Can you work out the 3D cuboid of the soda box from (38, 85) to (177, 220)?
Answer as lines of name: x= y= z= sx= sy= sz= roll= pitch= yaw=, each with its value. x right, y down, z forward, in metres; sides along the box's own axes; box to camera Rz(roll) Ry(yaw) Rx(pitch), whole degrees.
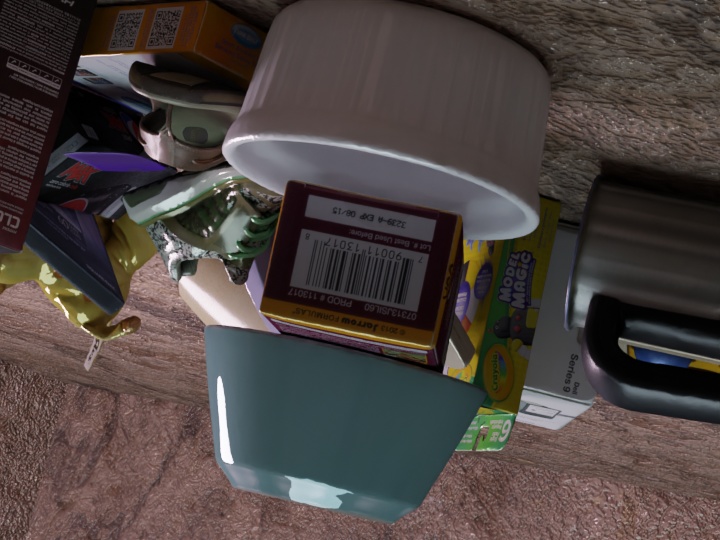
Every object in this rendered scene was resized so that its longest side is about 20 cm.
soda box: x=-0.209 y=-0.090 z=1.414 sx=0.063 sy=0.071 sz=0.200 roll=55 pitch=-171 yaw=11

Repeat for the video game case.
video game case: x=-0.249 y=-0.070 z=1.427 sx=0.143 sy=0.019 sz=0.200 roll=45 pitch=-166 yaw=-44

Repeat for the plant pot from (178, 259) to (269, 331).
plant pot: x=-0.065 y=0.028 z=1.775 sx=0.200 sy=0.188 sz=0.187 roll=26 pitch=173 yaw=16

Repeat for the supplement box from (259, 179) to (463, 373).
supplement box: x=0.006 y=0.009 z=1.211 sx=0.110 sy=0.086 sz=0.200 roll=12 pitch=173 yaw=5

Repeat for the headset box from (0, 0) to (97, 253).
headset box: x=-0.264 y=-0.096 z=1.240 sx=0.077 sy=0.201 sz=0.149 roll=21 pitch=167 yaw=-34

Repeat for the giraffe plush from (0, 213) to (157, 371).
giraffe plush: x=-0.267 y=-0.033 z=1.581 sx=0.162 sy=0.201 sz=0.172 roll=21 pitch=169 yaw=-30

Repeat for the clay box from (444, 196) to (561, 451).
clay box: x=0.099 y=0.043 z=1.502 sx=0.047 sy=0.201 sz=0.115 roll=17 pitch=169 yaw=-17

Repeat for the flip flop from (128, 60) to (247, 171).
flip flop: x=-0.116 y=-0.092 z=1.245 sx=0.081 sy=0.058 sz=0.200 roll=16 pitch=171 yaw=-2

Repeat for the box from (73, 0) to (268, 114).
box: x=-0.131 y=-0.141 z=1.279 sx=0.200 sy=0.042 sz=0.119 roll=7 pitch=168 yaw=44

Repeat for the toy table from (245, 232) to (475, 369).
toy table: x=0.000 y=0.000 z=1.428 sx=0.117 sy=0.184 sz=0.200 roll=-4 pitch=140 yaw=40

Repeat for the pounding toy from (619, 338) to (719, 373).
pounding toy: x=0.296 y=0.063 z=1.514 sx=0.183 sy=0.143 sz=0.200 roll=12 pitch=169 yaw=11

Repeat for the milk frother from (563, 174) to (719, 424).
milk frother: x=0.242 y=-0.012 z=1.292 sx=0.187 sy=0.181 sz=0.201 roll=11 pitch=126 yaw=12

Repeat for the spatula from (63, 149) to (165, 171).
spatula: x=-0.147 y=-0.087 z=1.371 sx=0.056 sy=0.021 sz=0.200 roll=1 pitch=-171 yaw=19

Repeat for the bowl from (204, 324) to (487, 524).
bowl: x=-0.021 y=0.110 z=1.285 sx=0.200 sy=0.105 sz=0.201 roll=13 pitch=172 yaw=2

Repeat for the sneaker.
sneaker: x=-0.081 y=-0.037 z=1.327 sx=0.200 sy=0.089 sz=0.077 roll=-11 pitch=-169 yaw=46

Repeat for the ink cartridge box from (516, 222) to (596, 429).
ink cartridge box: x=0.162 y=0.049 z=1.613 sx=0.084 sy=0.146 sz=0.200 roll=14 pitch=169 yaw=1

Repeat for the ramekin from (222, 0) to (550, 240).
ramekin: x=0.022 y=-0.094 z=1.162 sx=0.200 sy=0.098 sz=0.200 roll=13 pitch=170 yaw=2
